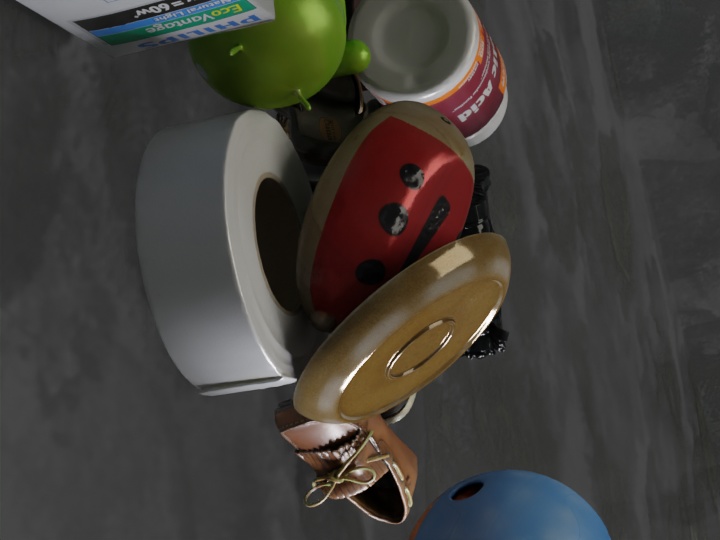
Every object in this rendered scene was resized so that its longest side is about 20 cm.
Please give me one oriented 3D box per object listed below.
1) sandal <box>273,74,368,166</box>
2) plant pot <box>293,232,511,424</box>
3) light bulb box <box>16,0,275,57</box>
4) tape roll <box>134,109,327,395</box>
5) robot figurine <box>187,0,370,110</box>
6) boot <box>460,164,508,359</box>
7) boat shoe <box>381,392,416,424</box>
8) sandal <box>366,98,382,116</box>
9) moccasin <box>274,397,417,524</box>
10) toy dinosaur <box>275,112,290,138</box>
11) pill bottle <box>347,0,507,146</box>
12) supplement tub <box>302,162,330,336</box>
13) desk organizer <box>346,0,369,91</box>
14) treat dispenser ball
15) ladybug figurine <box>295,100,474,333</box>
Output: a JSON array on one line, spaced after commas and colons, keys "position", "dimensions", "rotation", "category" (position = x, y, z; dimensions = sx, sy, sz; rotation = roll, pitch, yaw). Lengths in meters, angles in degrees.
[{"position": [-0.035, -0.145, 1.395], "dimensions": [0.200, 0.082, 0.055], "rotation": [-102, -166, -60], "category": "sandal"}, {"position": [0.038, 0.050, 1.271], "dimensions": [0.027, 0.200, 0.200], "rotation": [50, 7, 21], "category": "plant pot"}, {"position": [-0.154, -0.261, 1.084], "dimensions": [0.200, 0.125, 0.199], "rotation": [27, 54, -70], "category": "light bulb box"}, {"position": [-0.088, -0.012, 1.247], "dimensions": [0.202, 0.071, 0.203], "rotation": [-10, 90, -74], "category": "tape roll"}, {"position": [-0.070, -0.200, 1.255], "dimensions": [0.175, 0.116, 0.200], "rotation": [31, 35, -32], "category": "robot figurine"}, {"position": [0.109, -0.010, 1.753], "dimensions": [0.198, 0.073, 0.163], "rotation": [-91, 172, -71], "category": "boot"}, {"position": [0.007, 0.042, 1.529], "dimensions": [0.068, 0.072, 0.200], "rotation": [43, 35, -52], "category": "boat shoe"}, {"position": [0.019, -0.069, 1.639], "dimensions": [0.080, 0.057, 0.201], "rotation": [-123, -162, -61], "category": "sandal"}, {"position": [-0.010, 0.156, 1.399], "dimensions": [0.201, 0.074, 0.078], "rotation": [54, 27, -57], "category": "moccasin"}, {"position": [-0.039, -0.103, 1.511], "dimensions": [0.200, 0.058, 0.101], "rotation": [5, 90, -64], "category": "toy dinosaur"}, {"position": [0.067, -0.178, 1.525], "dimensions": [0.200, 0.114, 0.114], "rotation": [34, 48, -72], "category": "pill bottle"}, {"position": [0.000, 0.000, 1.407], "dimensions": [0.123, 0.122, 0.200], "rotation": [-60, 147, -64], "category": "supplement tub"}, {"position": [-0.029, -0.261, 1.575], "dimensions": [0.077, 0.072, 0.200], "rotation": [57, 29, -57], "category": "desk organizer"}, {"position": [0.137, 0.284, 1.579], "dimensions": [0.201, 0.201, 0.201], "rotation": [-10, 90, -73], "category": "treat dispenser ball"}, {"position": [0.025, -0.035, 1.274], "dimensions": [0.136, 0.072, 0.200], "rotation": [49, 62, -44], "category": "ladybug figurine"}]
